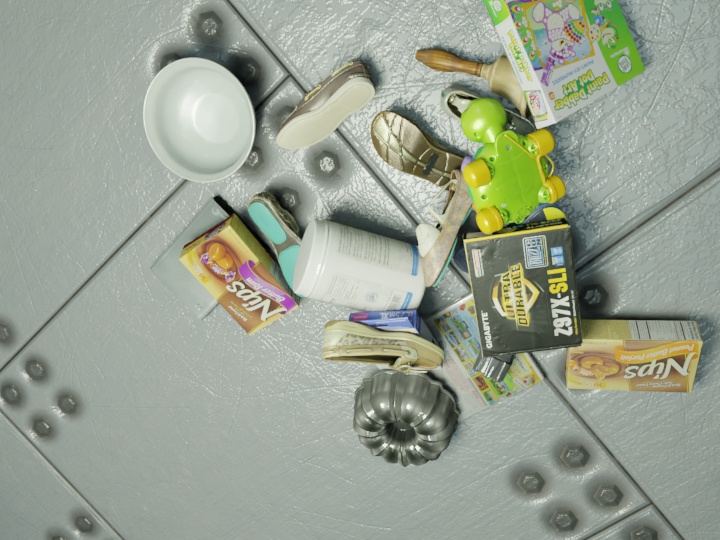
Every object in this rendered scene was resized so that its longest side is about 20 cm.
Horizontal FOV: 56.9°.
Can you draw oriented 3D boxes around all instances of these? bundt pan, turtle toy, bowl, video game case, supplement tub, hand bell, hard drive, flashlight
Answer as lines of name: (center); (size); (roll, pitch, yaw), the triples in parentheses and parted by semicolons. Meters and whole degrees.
bundt pan: (0.076, 0.277, 1.201); (0.201, 0.076, 0.203); (7, 123, 11)
turtle toy: (0.209, -0.159, 0.989); (0.145, 0.101, 0.201); (-25, 114, -8)
bowl: (-0.257, -0.257, 1.131); (0.200, 0.090, 0.202); (4, 108, 12)
video game case: (0.197, 0.151, 1.190); (0.182, 0.023, 0.200); (-32, 97, 20)
supplement tub: (0.000, 0.000, 1.101); (0.199, 0.132, 0.132); (16, 111, -14)
hand bell: (0.179, -0.313, 1.031); (0.199, 0.104, 0.105); (22, 111, 19)
hard drive: (-0.281, -0.022, 1.239); (0.140, 0.033, 0.200); (46, 110, -3)
flashlight: (0.251, 0.087, 1.115); (0.068, 0.068, 0.201); (30, 100, 23)

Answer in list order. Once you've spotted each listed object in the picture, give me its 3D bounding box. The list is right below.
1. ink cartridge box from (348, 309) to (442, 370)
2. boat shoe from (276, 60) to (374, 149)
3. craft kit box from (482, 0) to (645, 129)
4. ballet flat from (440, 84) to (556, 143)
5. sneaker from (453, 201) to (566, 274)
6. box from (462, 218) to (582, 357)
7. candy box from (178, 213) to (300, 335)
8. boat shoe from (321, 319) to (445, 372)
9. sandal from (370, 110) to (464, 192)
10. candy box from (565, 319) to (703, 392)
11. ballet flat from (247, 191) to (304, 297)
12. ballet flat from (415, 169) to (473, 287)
ink cartridge box: (0.057, 0.114, 1.116); (0.119, 0.042, 0.200); (-5, 150, 22)
boat shoe: (-0.063, -0.271, 1.099); (0.200, 0.072, 0.060); (-30, 58, 32)
craft kit box: (0.293, -0.333, 0.946); (0.200, 0.048, 0.198); (-32, 104, -22)
ballet flat: (0.213, -0.230, 1.045); (0.199, 0.069, 0.070); (28, 111, 3)
sneaker: (0.243, -0.058, 1.091); (0.200, 0.082, 0.074); (-28, 121, 28)
box: (0.253, 0.029, 1.036); (0.159, 0.049, 0.201); (-8, 107, 10)
candy box: (-0.211, 0.011, 1.187); (0.116, 0.057, 0.200); (-30, 116, 15)
boat shoe: (0.036, 0.132, 1.050); (0.199, 0.063, 0.073); (13, 151, -7)
sandal: (0.103, -0.193, 1.093); (0.199, 0.054, 0.080); (27, 117, -12)
candy box: (0.444, 0.141, 1.096); (0.199, 0.055, 0.116); (-1, 127, 12)
ballet flat: (-0.124, -0.052, 1.172); (0.068, 0.075, 0.201); (-23, 104, 30)
ballet flat: (0.128, -0.072, 1.056); (0.067, 0.068, 0.201); (28, 77, -9)
